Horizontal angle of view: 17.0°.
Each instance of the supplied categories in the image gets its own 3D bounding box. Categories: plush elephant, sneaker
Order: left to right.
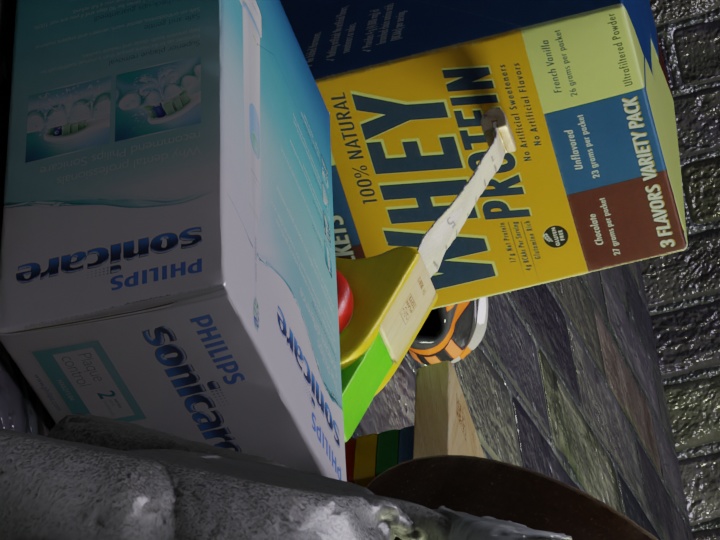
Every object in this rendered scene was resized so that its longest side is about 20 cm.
[{"bbox_3d":[-0.046,0.130,0.659,0.165,0.199,0.156,12,88,-75],"label":"plush elephant"},{"bbox_3d":[0.034,-0.047,1.421,0.112,0.077,0.201,33,45,-75],"label":"sneaker"}]

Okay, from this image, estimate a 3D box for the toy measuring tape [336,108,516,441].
[{"bbox_3d":[0.000,0.000,1.116,0.201,0.073,0.074,-59,146,-25],"label":"toy measuring tape"}]

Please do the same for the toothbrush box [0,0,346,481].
[{"bbox_3d":[-0.065,-0.021,0.889,0.147,0.085,0.201,65,16,-50],"label":"toothbrush box"}]

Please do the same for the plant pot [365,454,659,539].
[{"bbox_3d":[0.020,0.198,0.803,0.200,0.186,0.188,-48,132,-35],"label":"plant pot"}]

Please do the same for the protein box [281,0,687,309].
[{"bbox_3d":[0.055,-0.088,1.258,0.199,0.199,0.136,-79,153,-64],"label":"protein box"}]

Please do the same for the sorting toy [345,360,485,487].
[{"bbox_3d":[0.038,0.186,1.199,0.200,0.069,0.200,-86,160,-56],"label":"sorting toy"}]
